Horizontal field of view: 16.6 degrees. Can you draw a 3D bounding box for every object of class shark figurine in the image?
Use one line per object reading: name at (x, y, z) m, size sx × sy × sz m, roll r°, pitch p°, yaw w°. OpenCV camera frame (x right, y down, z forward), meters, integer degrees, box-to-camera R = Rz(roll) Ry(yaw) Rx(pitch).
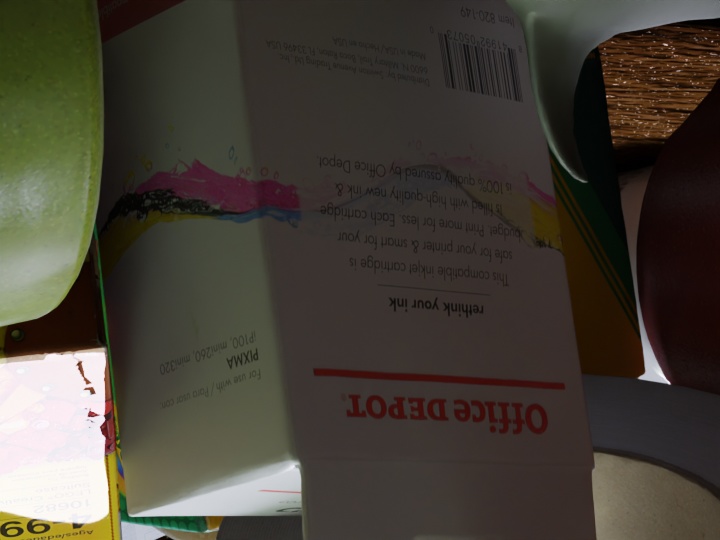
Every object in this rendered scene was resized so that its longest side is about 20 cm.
shark figurine at (0.077, -0.065, 0.617) m, size 0.213 × 0.090 × 0.128 m, roll 8°, pitch 171°, yaw -42°

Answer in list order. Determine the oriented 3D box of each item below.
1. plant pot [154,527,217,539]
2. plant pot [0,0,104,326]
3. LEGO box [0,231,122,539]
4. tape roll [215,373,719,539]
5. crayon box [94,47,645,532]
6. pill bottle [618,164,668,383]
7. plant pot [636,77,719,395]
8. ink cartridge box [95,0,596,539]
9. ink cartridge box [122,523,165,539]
plant pot at (-0.021, 0.013, 0.892) m, size 0.198 × 0.201 × 0.028 m, roll 2°, pitch 151°, yaw -16°
plant pot at (-0.157, -0.039, 0.470) m, size 0.192 × 0.202 × 0.200 m, roll -9°, pitch 178°, yaw -24°
LEGO box at (-0.164, 0.036, 0.635) m, size 0.198 × 0.078 × 0.149 m, roll -6°, pitch 147°, yaw -7°
tape roll at (0.056, 0.092, 0.689) m, size 0.201 × 0.037 × 0.203 m, roll -1°, pitch -153°, yaw 0°
crayon box at (0.000, 0.000, 0.804) m, size 0.199 × 0.120 × 0.058 m, roll -16°, pitch -169°, yaw -39°
pill bottle at (0.115, 0.013, 1.186) m, size 0.114 × 0.115 × 0.200 m, roll 4°, pitch 173°, yaw -29°
plant pot at (0.198, -0.001, 0.788) m, size 0.199 × 0.203 × 0.195 m, roll 3°, pitch -179°, yaw -23°
ink cartridge box at (-0.006, 0.001, 0.646) m, size 0.116 × 0.202 × 0.067 m, roll 6°, pitch 161°, yaw -45°
ink cartridge box at (-0.109, 0.059, 0.910) m, size 0.199 × 0.094 × 0.044 m, roll -22°, pitch 161°, yaw -11°
